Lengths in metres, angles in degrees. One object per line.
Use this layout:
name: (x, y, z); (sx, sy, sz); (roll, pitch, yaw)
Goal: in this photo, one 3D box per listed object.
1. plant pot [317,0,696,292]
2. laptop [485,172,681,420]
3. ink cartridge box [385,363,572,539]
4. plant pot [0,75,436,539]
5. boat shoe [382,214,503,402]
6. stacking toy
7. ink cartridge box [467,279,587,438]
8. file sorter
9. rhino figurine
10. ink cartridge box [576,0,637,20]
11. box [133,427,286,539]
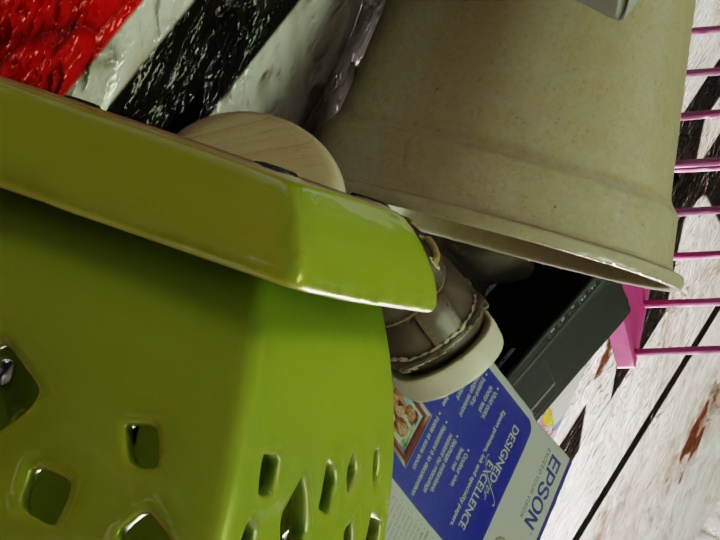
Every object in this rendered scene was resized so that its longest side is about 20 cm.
plant pot: (0.083, -0.103, 1.200); (0.200, 0.200, 0.184); (21, 84, -74)
laptop: (0.121, 0.045, 1.461); (0.177, 0.103, 0.200); (-47, 142, -18)
ink cartridge box: (0.014, 0.120, 1.257); (0.200, 0.047, 0.198); (53, 52, -38)
plant pot: (-0.090, 0.038, 0.844); (0.199, 0.200, 0.182); (11, 97, -73)
boat shoe: (0.000, 0.000, 1.146); (0.072, 0.200, 0.060); (-37, 116, -7)
stacking toy: (-0.062, 0.019, 1.116); (0.085, 0.085, 0.200); (-52, 166, -34)
ink cartridge box: (0.087, 0.080, 1.635); (0.200, 0.085, 0.145); (-68, 164, 9)
file sorter: (0.233, -0.055, 1.641); (0.200, 0.125, 0.139); (-73, 153, -43)
rhino figurine: (0.063, -0.028, 1.385); (0.060, 0.087, 0.200); (-54, 172, -17)
ink cartridge box: (0.105, -0.229, 1.103); (0.200, 0.146, 0.083); (-54, 163, -28)
box: (-0.086, 0.145, 1.044); (0.200, 0.049, 0.161); (-65, 167, 4)
